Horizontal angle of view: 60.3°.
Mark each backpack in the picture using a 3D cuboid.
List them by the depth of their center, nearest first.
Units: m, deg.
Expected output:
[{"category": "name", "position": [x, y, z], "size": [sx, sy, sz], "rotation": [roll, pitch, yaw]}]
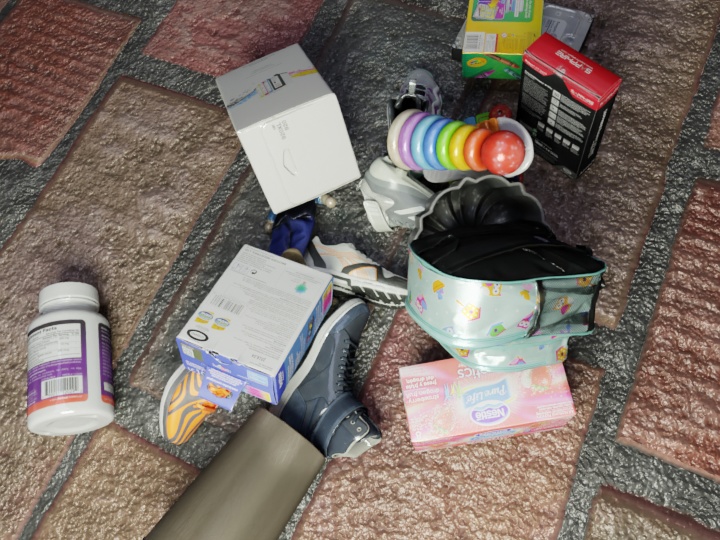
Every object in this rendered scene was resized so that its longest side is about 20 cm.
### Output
[{"category": "backpack", "position": [0.150, 0.026, 0.719], "size": [0.199, 0.154, 0.176], "rotation": [2, 22, -22]}]

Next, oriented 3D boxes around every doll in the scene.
[{"category": "doll", "position": [-0.096, -0.081, 0.937], "size": [0.136, 0.048, 0.201], "rotation": [-22, 42, 26]}]

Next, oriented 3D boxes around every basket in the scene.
[{"category": "basket", "position": [-0.144, 0.281, 0.755], "size": [0.136, 0.180, 0.200], "rotation": [39, 70, -4]}]

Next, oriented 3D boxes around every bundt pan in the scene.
[{"category": "bundt pan", "position": [0.152, -0.031, 0.842], "size": [0.200, 0.076, 0.203], "rotation": [-3, 102, -14]}]

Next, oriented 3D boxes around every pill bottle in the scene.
[{"category": "pill bottle", "position": [-0.415, 0.123, 0.888], "size": [0.111, 0.112, 0.201], "rotation": [-15, 65, 3]}]

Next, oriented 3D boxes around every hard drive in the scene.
[{"category": "hard drive", "position": [0.270, -0.390, 1.036], "size": [0.199, 0.038, 0.140], "rotation": [23, 73, 17]}]

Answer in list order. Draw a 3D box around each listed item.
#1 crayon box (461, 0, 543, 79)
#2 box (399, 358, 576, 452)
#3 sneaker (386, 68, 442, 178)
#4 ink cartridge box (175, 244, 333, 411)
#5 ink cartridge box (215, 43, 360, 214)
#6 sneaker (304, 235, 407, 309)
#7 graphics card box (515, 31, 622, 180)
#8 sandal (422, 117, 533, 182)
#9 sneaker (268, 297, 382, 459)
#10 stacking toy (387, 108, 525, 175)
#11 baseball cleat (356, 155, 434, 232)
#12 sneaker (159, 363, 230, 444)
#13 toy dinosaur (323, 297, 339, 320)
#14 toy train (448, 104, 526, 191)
[{"category": "crayon box", "position": [0.232, -0.406, 0.996], "size": [0.118, 0.058, 0.201], "rotation": [6, 68, 11]}, {"category": "box", "position": [0.156, 0.162, 0.785], "size": [0.199, 0.103, 0.095], "rotation": [-11, 66, 4]}, {"category": "sneaker", "position": [0.083, -0.257, 0.952], "size": [0.077, 0.140, 0.201], "rotation": [1, 68, 10]}, {"category": "ink cartridge box", "position": [-0.136, 0.076, 0.786], "size": [0.136, 0.077, 0.200], "rotation": [19, 51, 12]}, {"category": "ink cartridge box", "position": [-0.109, -0.215, 0.927], "size": [0.144, 0.148, 0.200], "rotation": [-24, 43, -3]}, {"category": "sneaker", "position": [0.000, 0.000, 0.895], "size": [0.199, 0.074, 0.080], "rotation": [15, 68, 14]}, {"category": "graphics card box", "position": [0.284, -0.224, 0.874], "size": [0.051, 0.200, 0.125], "rotation": [-44, 67, -10]}, {"category": "sandal", "position": [0.169, -0.164, 0.868], "size": [0.059, 0.206, 0.080], "rotation": [-4, 95, -34]}, {"category": "sneaker", "position": [-0.011, 0.150, 0.822], "size": [0.146, 0.077, 0.203], "rotation": [29, 84, 31]}, {"category": "stacking toy", "position": [0.128, -0.161, 0.815], "size": [0.200, 0.085, 0.086], "rotation": [24, 71, 46]}, {"category": "baseball cleat", "position": [0.083, -0.081, 0.927], "size": [0.200, 0.070, 0.107], "rotation": [42, 112, 9]}, {"category": "sneaker", "position": [-0.189, 0.157, 0.835], "size": [0.112, 0.078, 0.201], "rotation": [24, 87, 29]}, {"category": "toy dinosaur", "position": [-0.127, 0.083, 0.897], "size": [0.200, 0.047, 0.088], "rotation": [-39, 74, -5]}, {"category": "toy train", "position": [0.183, -0.142, 0.925], "size": [0.115, 0.085, 0.201], "rotation": [-11, 66, 16]}]
